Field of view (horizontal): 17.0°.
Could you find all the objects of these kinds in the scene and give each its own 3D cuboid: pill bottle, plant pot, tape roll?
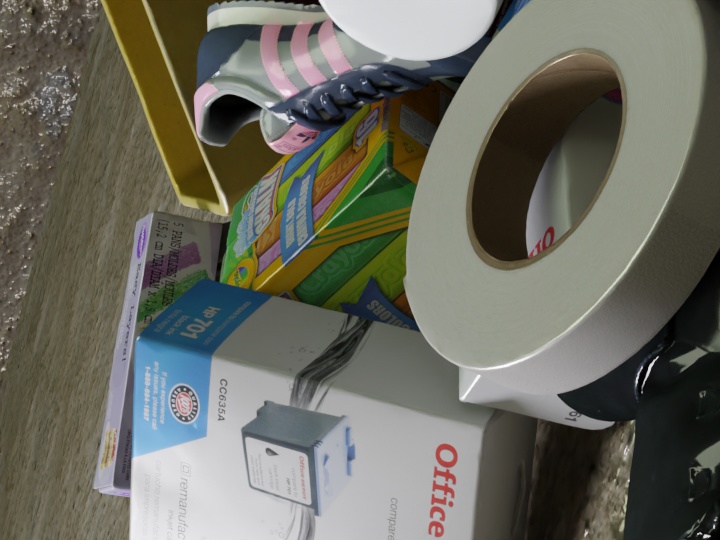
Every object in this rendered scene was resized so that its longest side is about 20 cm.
[{"bbox_3d":[0.048,-0.203,1.222,0.114,0.114,0.200,116,178,-45],"label":"pill bottle"},{"bbox_3d":[-0.052,-0.166,1.649,0.194,0.200,0.196,-163,51,-76],"label":"plant pot"},{"bbox_3d":[0.095,-0.043,1.076,0.203,0.037,0.203,-36,40,39],"label":"tape roll"}]

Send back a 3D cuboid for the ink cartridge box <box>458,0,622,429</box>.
[{"bbox_3d":[0.109,-0.042,1.208,0.145,0.085,0.200,120,155,-49],"label":"ink cartridge box"}]

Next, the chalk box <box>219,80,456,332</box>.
[{"bbox_3d":[0.000,0.000,1.372,0.200,0.125,0.124,-44,24,30],"label":"chalk box"}]

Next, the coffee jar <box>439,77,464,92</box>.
[{"bbox_3d":[0.040,-0.056,1.482,0.104,0.085,0.200,-100,26,-58],"label":"coffee jar"}]

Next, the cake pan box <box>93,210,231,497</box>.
[{"bbox_3d":[-0.073,0.066,1.635,0.052,0.184,0.200,159,122,-68],"label":"cake pan box"}]

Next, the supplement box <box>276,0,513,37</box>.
[{"bbox_3d":[0.027,-0.174,1.384,0.109,0.200,0.061,-116,41,-68],"label":"supplement box"}]

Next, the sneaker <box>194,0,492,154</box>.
[{"bbox_3d":[-0.013,-0.100,1.302,0.200,0.070,0.082,4,78,46],"label":"sneaker"}]

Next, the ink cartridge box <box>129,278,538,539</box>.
[{"bbox_3d":[-0.016,0.104,1.284,0.086,0.200,0.147,-41,-40,-57],"label":"ink cartridge box"}]

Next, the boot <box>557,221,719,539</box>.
[{"bbox_3d":[0.136,0.076,1.044,0.198,0.073,0.163,137,145,-57],"label":"boot"}]
